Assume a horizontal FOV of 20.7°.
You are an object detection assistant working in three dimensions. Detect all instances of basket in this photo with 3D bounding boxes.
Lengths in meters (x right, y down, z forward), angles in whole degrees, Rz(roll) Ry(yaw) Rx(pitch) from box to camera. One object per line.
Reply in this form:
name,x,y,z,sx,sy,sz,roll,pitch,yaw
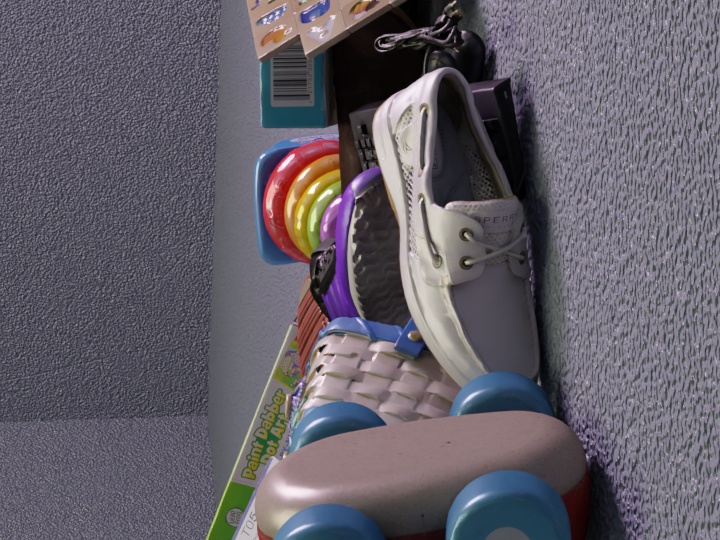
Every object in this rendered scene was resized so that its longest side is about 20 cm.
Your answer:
basket,0.030,0.094,1.242,0.200,0.139,0.177,-48,-28,-47

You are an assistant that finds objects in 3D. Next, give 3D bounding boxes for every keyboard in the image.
keyboard,0.041,-0.098,1.236,0.200,0.021,0.128,-2,99,64

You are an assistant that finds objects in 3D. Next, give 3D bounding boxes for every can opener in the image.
can opener,0.053,-0.084,1.319,0.063,0.078,0.200,-47,-21,-39

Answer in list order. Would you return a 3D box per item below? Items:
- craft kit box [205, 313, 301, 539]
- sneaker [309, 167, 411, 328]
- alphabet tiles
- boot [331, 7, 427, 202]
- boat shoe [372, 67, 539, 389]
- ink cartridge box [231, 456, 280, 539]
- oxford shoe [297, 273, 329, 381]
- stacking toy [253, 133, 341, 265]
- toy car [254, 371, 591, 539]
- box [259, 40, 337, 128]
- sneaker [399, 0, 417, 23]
craft kit box,-0.065,0.121,1.642,0.198,0.048,0.201,-54,-14,-78
sneaker,0.000,0.000,1.311,0.099,0.069,0.201,37,153,36
alphabet tiles,-0.006,-0.216,1.370,0.006,0.166,0.200,54,-168,-31
boot,0.013,-0.078,1.417,0.200,0.072,0.167,77,-163,-45
boat shoe,0.062,-0.022,1.131,0.069,0.071,0.201,-39,66,54
ink cartridge box,-0.028,0.255,1.320,0.200,0.043,0.197,32,100,45
oxford shoe,0.007,0.088,1.442,0.201,0.074,0.071,70,152,26
stacking toy,-0.008,-0.037,1.614,0.200,0.116,0.110,-138,44,-64
toy car,0.045,0.183,1.043,0.184,0.176,0.201,-82,-19,-75
box,-0.044,-0.150,1.491,0.200,0.049,0.083,-65,-25,-85
sneaker,0.019,-0.185,1.481,0.200,0.074,0.107,11,-107,-89
